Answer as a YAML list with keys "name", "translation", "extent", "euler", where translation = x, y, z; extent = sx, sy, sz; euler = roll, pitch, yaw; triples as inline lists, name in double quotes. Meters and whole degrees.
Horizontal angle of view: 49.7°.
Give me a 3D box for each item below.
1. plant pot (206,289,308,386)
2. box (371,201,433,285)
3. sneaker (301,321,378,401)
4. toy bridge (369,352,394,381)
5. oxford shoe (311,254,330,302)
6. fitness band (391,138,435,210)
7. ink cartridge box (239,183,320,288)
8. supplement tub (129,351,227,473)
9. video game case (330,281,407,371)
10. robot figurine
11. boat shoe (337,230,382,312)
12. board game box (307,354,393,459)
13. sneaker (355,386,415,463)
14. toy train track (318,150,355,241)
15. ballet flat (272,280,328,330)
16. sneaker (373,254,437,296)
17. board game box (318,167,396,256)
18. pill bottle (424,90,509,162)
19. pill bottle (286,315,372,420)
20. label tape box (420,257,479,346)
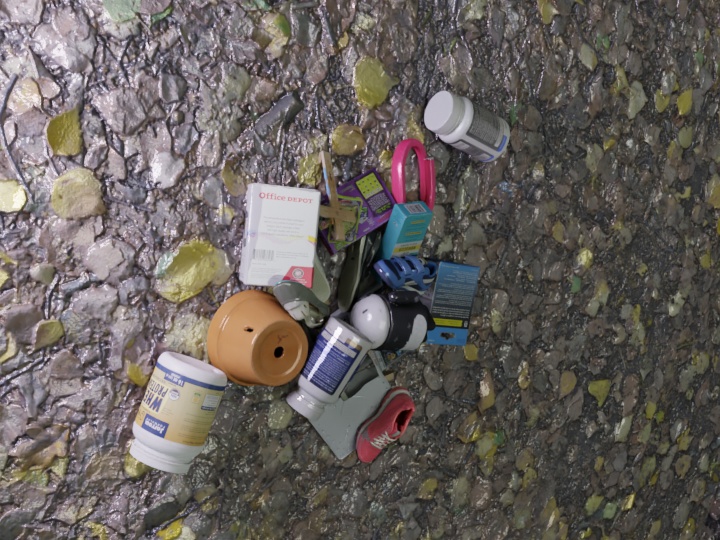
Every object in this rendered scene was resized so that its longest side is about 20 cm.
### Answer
- name: "plant pot"
  translation: [-0.200, 0.153, 1.606]
  extent: [0.197, 0.139, 0.204]
  euler: [-9, 105, -33]
- name: "box"
  translation: [0.092, -0.060, 1.771]
  extent: [0.081, 0.049, 0.202]
  euler: [-9, 135, -32]
- name: "sneaker"
  translation: [-0.047, 0.177, 1.724]
  extent: [0.105, 0.075, 0.202]
  euler: [-32, 95, -5]
- name: "toy bridge"
  translation: [0.037, 0.169, 1.822]
  extent: [0.066, 0.027, 0.204]
  euler: [-17, 110, -31]
- name: "oxford shoe"
  translation: [-0.122, -0.024, 1.681]
  extent: [0.074, 0.058, 0.203]
  euler: [-23, 100, -4]
- name: "fitness band"
  translation: [0.124, -0.203, 1.803]
  extent: [0.143, 0.037, 0.204]
  euler: [-18, 108, -52]
- name: "ink cartridge box"
  translation: [-0.165, -0.070, 1.591]
  extent: [0.145, 0.085, 0.204]
  euler: [5, 93, -17]
- name: "supplement tub"
  translation: [-0.357, 0.276, 1.514]
  extent: [0.143, 0.143, 0.203]
  euler: [23, 86, -36]
- name: "video game case"
  translation: [0.032, 0.144, 1.845]
  extent: [0.181, 0.023, 0.203]
  euler: [-34, 116, -26]
- name: "robot figurine"
  translation: [0.070, 0.115, 1.743]
  extent: [0.197, 0.124, 0.153]
  euler: [4, 94, -33]
- name: "boat shoe"
  translation: [0.000, 0.000, 1.761]
  extent: [0.067, 0.071, 0.204]
  euler: [16, 88, -33]
- name: "board game box"
  translation: [-0.021, 0.312, 1.809]
  extent: [0.199, 0.026, 0.201]
  euler: [-37, 120, -7]
- name: "sneaker"
  translation: [0.057, 0.368, 1.800]
  extent: [0.073, 0.087, 0.202]
  euler: [30, 96, -29]
- name: "toy train track"
  translation: [-0.067, -0.157, 1.666]
  extent: [0.114, 0.032, 0.204]
  euler: [8, 66, -48]
- name: "ballet flat"
  translation: [-0.114, 0.078, 1.593]
  extent: [0.200, 0.066, 0.065]
  euler: [40, 35, -61]
- name: "sneaker"
  translation: [0.102, -0.001, 1.741]
  extent: [0.082, 0.074, 0.199]
  euler: [-46, 151, 21]
- name: "board game box"
  translation: [-0.016, -0.132, 1.718]
  extent: [0.198, 0.032, 0.121]
  euler: [-31, 84, -26]
- name: "pill bottle"
  translation: [0.252, -0.344, 1.848]
  extent: [0.198, 0.113, 0.116]
  euler: [19, 88, -37]
- name: "pill bottle"
  translation: [-0.070, 0.207, 1.629]
  extent: [0.110, 0.111, 0.202]
  euler: [32, 91, -35]
- name: "label tape box"
  translation: [0.213, 0.079, 1.936]
  extent: [0.142, 0.063, 0.204]
  euler: [8, 95, -37]
